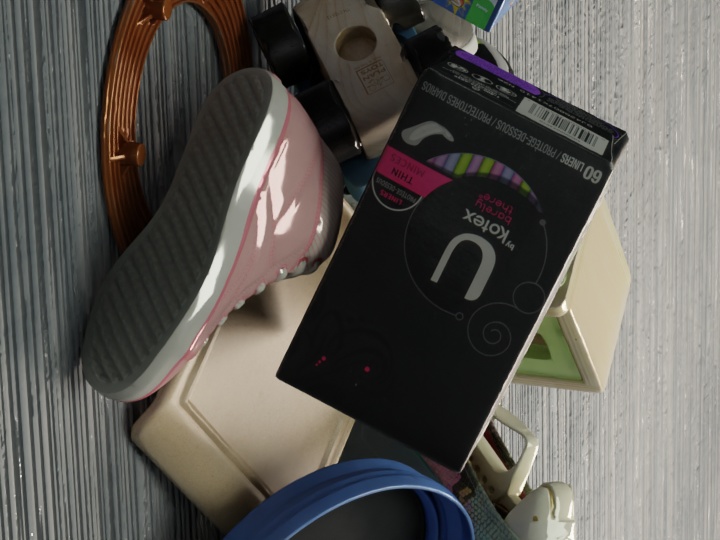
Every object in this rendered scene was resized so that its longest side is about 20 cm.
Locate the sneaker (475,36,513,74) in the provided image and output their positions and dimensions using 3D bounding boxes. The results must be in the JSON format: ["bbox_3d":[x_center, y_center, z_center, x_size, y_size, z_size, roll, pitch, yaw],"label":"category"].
[{"bbox_3d":[0.061,-0.112,1.820,0.082,0.072,0.200,27,22,-29],"label":"sneaker"}]

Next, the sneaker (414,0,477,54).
[{"bbox_3d":[0.013,-0.156,1.754,0.200,0.070,0.100,-47,127,-54],"label":"sneaker"}]

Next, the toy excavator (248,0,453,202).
[{"bbox_3d":[0.028,-0.065,1.644,0.195,0.099,0.200,62,-2,30],"label":"toy excavator"}]

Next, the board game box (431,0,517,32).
[{"bbox_3d":[0.064,-0.234,1.766,0.035,0.135,0.200,-65,172,32],"label":"board game box"}]

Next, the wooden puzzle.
[{"bbox_3d":[-0.052,0.054,1.603,0.201,0.037,0.185,-63,143,-20],"label":"wooden puzzle"}]

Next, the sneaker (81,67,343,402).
[{"bbox_3d":[-0.071,-0.001,1.478,0.105,0.075,0.201,44,65,-44],"label":"sneaker"}]

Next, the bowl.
[{"bbox_3d":[-0.022,0.197,1.620,0.200,0.039,0.202,-23,137,-24],"label":"bowl"}]

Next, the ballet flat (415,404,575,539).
[{"bbox_3d":[0.091,0.138,1.676,0.069,0.201,0.071,10,129,-51],"label":"ballet flat"}]

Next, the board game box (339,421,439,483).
[{"bbox_3d":[0.059,0.160,1.824,0.064,0.148,0.200,-43,159,7],"label":"board game box"}]

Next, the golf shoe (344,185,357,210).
[{"bbox_3d":[0.000,0.000,1.749,0.095,0.077,0.201,62,29,-46],"label":"golf shoe"}]

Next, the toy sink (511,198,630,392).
[{"bbox_3d":[0.107,-0.005,1.945,0.200,0.129,0.113,64,37,-56],"label":"toy sink"}]

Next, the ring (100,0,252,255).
[{"bbox_3d":[-0.097,-0.086,1.531,0.200,0.019,0.202,5,90,-70],"label":"ring"}]

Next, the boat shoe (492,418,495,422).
[{"bbox_3d":[0.062,0.015,1.859,0.061,0.071,0.203,5,72,-76],"label":"boat shoe"}]

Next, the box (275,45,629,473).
[{"bbox_3d":[0.053,-0.008,1.522,0.201,0.122,0.106,-65,175,16],"label":"box"}]
